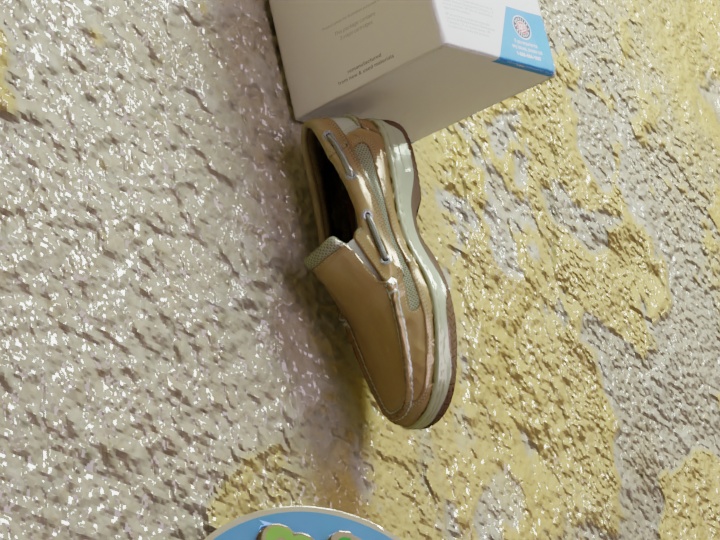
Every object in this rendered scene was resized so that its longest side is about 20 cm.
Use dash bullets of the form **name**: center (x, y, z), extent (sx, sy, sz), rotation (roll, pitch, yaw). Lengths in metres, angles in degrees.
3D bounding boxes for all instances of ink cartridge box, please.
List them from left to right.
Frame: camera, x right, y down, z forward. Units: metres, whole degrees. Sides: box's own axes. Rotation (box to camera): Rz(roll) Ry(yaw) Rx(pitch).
- **ink cartridge box**: center (0.021, -0.203, 1.338), extent (0.128, 0.125, 0.201), rotation (7, 65, -51)

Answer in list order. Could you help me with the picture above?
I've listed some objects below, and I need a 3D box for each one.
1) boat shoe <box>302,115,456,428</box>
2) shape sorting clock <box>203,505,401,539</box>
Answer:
- **boat shoe**: center (0.000, 0.000, 1.244), extent (0.076, 0.072, 0.201), rotation (7, 57, -36)
- **shape sorting clock**: center (-0.015, 0.211, 1.048), extent (0.199, 0.039, 0.201), rotation (17, 54, -25)
